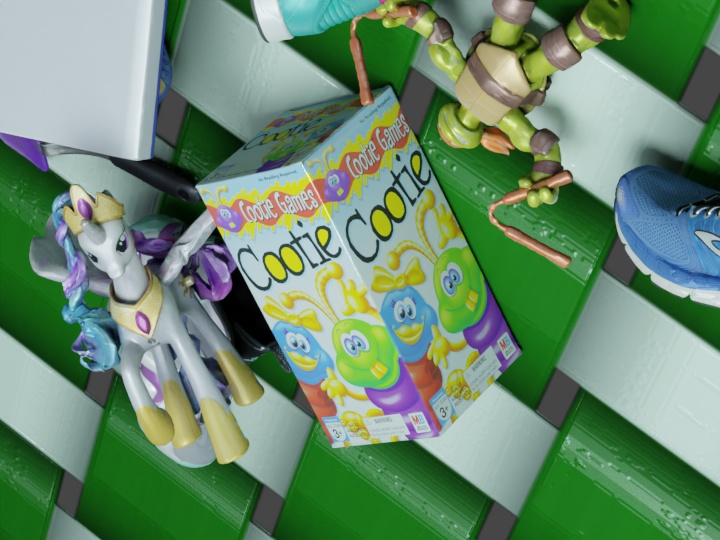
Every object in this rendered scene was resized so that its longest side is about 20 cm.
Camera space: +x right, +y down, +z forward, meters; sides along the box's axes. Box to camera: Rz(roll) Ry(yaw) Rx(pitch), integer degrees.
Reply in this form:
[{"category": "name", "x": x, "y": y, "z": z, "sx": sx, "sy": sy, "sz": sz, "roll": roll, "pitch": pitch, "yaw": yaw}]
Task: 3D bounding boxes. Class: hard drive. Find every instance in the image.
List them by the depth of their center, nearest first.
[{"category": "hard drive", "x": -0.184, "y": -0.182, "z": 1.690, "sx": 0.131, "sy": 0.025, "sz": 0.202, "roll": 13, "pitch": 103, "yaw": 27}]

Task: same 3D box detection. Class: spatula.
[{"category": "spatula", "x": -0.191, "y": -0.082, "z": 1.846, "sx": 0.199, "sy": 0.021, "sz": 0.057, "roll": 18, "pitch": 143, "yaw": 28}]

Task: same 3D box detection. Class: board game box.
[{"category": "board game box", "x": 0.000, "y": 0.000, "z": 1.680, "sx": 0.104, "sy": 0.103, "sz": 0.201, "roll": -10, "pitch": 113, "yaw": 45}]

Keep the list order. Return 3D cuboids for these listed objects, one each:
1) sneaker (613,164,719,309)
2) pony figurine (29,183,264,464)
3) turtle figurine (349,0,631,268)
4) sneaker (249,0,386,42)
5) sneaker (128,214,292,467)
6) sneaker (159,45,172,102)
[{"category": "sneaker", "x": 0.225, "y": -0.023, "z": 1.471, "sx": 0.199, "sy": 0.078, "sz": 0.090, "roll": 28, "pitch": 136, "yaw": 40}, {"category": "pony figurine", "x": -0.131, "y": 0.013, "z": 1.701, "sx": 0.166, "sy": 0.193, "sz": 0.201, "roll": -22, "pitch": 105, "yaw": 11}, {"category": "turtle figurine", "x": 0.093, "y": -0.113, "z": 1.541, "sx": 0.200, "sy": 0.064, "sz": 0.161, "roll": 51, "pitch": 133, "yaw": 11}, {"category": "sneaker", "x": -0.011, "y": -0.240, "z": 1.524, "sx": 0.120, "sy": 0.084, "sz": 0.202, "roll": -7, "pitch": 89, "yaw": 9}, {"category": "sneaker", "x": -0.095, "y": 0.063, "z": 1.832, "sx": 0.139, "sy": 0.078, "sz": 0.201, "roll": 12, "pitch": 128, "yaw": 36}, {"category": "sneaker", "x": -0.206, "y": -0.153, "z": 1.784, "sx": 0.199, "sy": 0.075, "sz": 0.088, "roll": 29, "pitch": 153, "yaw": 24}]
